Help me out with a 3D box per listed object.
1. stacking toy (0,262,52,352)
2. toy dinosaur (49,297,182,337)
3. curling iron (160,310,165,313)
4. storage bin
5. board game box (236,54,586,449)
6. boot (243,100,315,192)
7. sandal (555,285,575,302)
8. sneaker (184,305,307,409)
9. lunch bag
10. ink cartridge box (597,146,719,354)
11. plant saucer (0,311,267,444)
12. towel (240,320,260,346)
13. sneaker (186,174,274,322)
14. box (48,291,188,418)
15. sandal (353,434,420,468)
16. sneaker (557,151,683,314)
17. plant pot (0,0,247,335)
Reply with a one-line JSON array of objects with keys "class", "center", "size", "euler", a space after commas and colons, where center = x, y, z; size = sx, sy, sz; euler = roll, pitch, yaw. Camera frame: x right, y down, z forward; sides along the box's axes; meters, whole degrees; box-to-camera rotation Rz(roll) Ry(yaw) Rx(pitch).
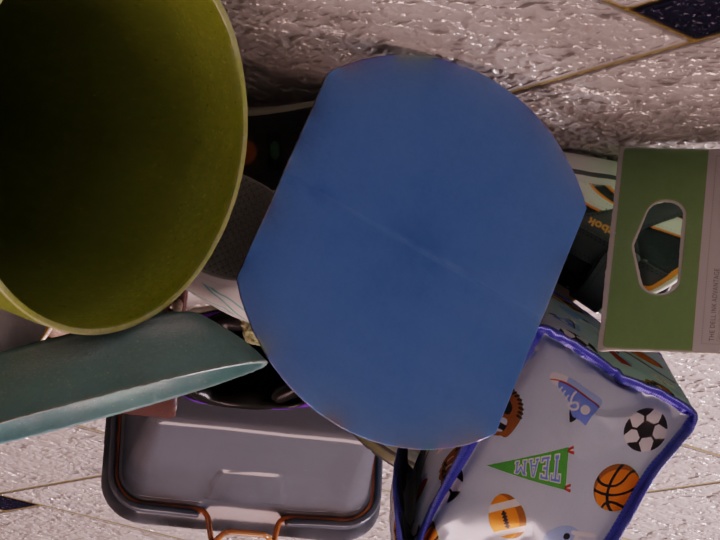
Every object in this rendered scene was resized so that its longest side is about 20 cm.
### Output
[{"class": "stacking toy", "center": [-0.203, 0.006, 1.518], "size": [0.146, 0.146, 0.200], "euler": [10, -175, -18]}, {"class": "toy dinosaur", "center": [-0.164, 0.001, 1.775], "size": [0.200, 0.086, 0.136], "euler": [-7, -170, -25]}, {"class": "curling iron", "center": [-0.150, -0.039, 1.539], "size": [0.050, 0.026, 0.200], "euler": [-29, 111, 8]}, {"class": "storage bin", "center": [-0.074, 0.109, 2.048], "size": [0.200, 0.146, 0.134], "euler": [6, 153, -6]}, {"class": "board game box", "center": [0.020, -0.009, 1.500], "size": [0.158, 0.200, 0.039], "euler": [29, 162, -18]}, {"class": "boot", "center": [-0.071, -0.048, 1.621], "size": [0.200, 0.072, 0.144], "euler": [1, 167, 6]}, {"class": "sandal", "center": [0.071, 0.017, 1.805], "size": [0.212, 0.078, 0.070], "euler": [-26, -176, 36]}, {"class": "sneaker", "center": [-0.017, 0.049, 1.685], "size": [0.200, 0.070, 0.100], "euler": [-7, -176, 0]}, {"class": "lunch bag", "center": [0.080, 0.118, 1.621], "size": [0.124, 0.200, 0.170], "euler": [29, -171, -3]}, {"class": "ink cartridge box", "center": [0.233, 0.001, 1.567], "size": [0.200, 0.146, 0.048], "euler": [0, 141, 13]}, {"class": "plant saucer", "center": [-0.146, 0.055, 1.440], "size": [0.200, 0.036, 0.200], "euler": [-15, 176, -1]}, {"class": "towel", "center": [0.000, 0.000, 1.670], "size": [0.148, 0.037, 0.200], "euler": [-3, -164, 1]}, {"class": "sneaker", "center": [-0.024, 0.005, 1.546], "size": [0.200, 0.070, 0.080], "euler": [25, 160, -15]}, {"class": "box", "center": [-0.209, 0.030, 1.853], "size": [0.200, 0.100, 0.075], "euler": [5, 164, -5]}, {"class": "sandal", "center": [0.007, 0.048, 1.770], "size": [0.057, 0.201, 0.080], "euler": [-41, 175, 22]}, {"class": "sneaker", "center": [0.132, -0.018, 1.653], "size": [0.200, 0.079, 0.078], "euler": [7, 165, -6]}, {"class": "plant pot", "center": [-0.189, -0.074, 1.413], "size": [0.200, 0.187, 0.187], "euler": [8, 170, 41]}]
